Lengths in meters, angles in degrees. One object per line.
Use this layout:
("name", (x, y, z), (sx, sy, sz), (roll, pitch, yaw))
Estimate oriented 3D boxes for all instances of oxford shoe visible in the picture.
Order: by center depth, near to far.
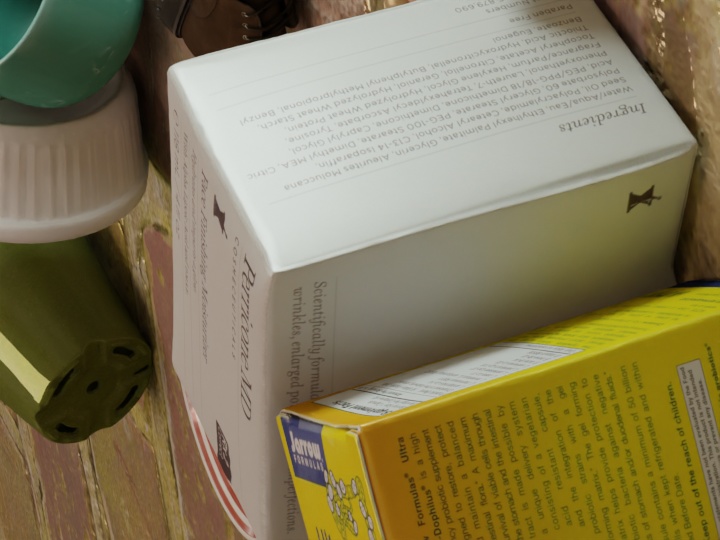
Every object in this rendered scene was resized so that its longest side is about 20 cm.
("oxford shoe", (-0.064, -0.175, 1.414), (0.085, 0.073, 0.200), (52, 160, 10))

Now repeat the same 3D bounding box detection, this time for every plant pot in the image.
("plant pot", (-0.284, 0.050, 2.115), (0.190, 0.200, 0.201), (45, 149, 31))

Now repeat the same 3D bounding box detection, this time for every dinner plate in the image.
("dinner plate", (-0.101, 0.113, 1.834), (0.200, 0.024, 0.201), (162, 90, -73))

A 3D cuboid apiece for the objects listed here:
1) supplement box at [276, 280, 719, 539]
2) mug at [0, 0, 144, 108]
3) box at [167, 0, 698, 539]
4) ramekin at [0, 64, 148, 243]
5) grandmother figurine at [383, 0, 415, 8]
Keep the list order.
("supplement box", (0.084, 0.083, 0.958), (0.109, 0.199, 0.110), (-179, 73, -72))
("mug", (-0.244, -0.204, 1.767), (0.185, 0.114, 0.153), (30, 98, 45))
("box", (0.025, -0.003, 1.058), (0.199, 0.199, 0.131), (94, 154, -47))
("ramekin", (-0.263, -0.115, 1.849), (0.203, 0.201, 0.095), (-125, 33, -45))
("grandmother figurine", (0.049, -0.173, 1.079), (0.121, 0.061, 0.200), (47, 162, -9))
